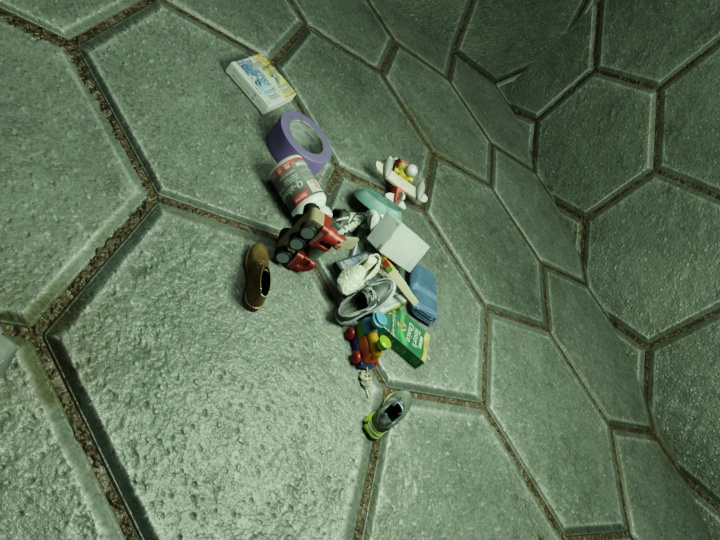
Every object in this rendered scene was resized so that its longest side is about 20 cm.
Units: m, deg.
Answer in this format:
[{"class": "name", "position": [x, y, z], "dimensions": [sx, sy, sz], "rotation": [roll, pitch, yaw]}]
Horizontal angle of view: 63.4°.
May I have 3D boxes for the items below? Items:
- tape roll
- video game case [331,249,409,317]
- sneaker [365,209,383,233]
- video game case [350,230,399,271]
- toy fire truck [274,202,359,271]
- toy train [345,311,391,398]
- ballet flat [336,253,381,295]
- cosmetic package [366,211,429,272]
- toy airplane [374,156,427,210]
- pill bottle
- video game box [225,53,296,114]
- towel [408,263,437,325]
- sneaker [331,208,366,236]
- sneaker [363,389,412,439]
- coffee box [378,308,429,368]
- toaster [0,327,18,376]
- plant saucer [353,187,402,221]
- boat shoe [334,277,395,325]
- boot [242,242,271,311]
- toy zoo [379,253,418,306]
[{"class": "tape roll", "position": [-0.192, -0.395, 1.841], "dimensions": [0.198, 0.085, 0.203], "rotation": [29, 41, -28]}, {"class": "video game case", "position": [0.032, 0.038, 1.709], "dimensions": [0.179, 0.026, 0.202], "rotation": [-18, 67, -50]}, {"class": "sneaker", "position": [0.071, -0.145, 1.854], "dimensions": [0.200, 0.085, 0.076], "rotation": [49, 27, -65]}, {"class": "video game case", "position": [0.043, -0.008, 1.822], "dimensions": [0.181, 0.023, 0.202], "rotation": [39, 37, -19]}, {"class": "toy fire truck", "position": [-0.108, -0.070, 1.569], "dimensions": [0.198, 0.175, 0.130], "rotation": [33, 38, -25]}, {"class": "toy train", "position": [0.037, 0.217, 1.534], "dimensions": [0.083, 0.115, 0.204], "rotation": [14, 49, -40]}, {"class": "ballet flat", "position": [0.000, 0.000, 1.643], "dimensions": [0.072, 0.072, 0.200], "rotation": [51, 37, 0]}, {"class": "cosmetic package", "position": [0.121, -0.087, 1.831], "dimensions": [0.081, 0.113, 0.199], "rotation": [45, 7, 39]}, {"class": "toy airplane", "position": [0.152, -0.327, 2.129], "dimensions": [0.199, 0.141, 0.202], "rotation": [-20, 75, -54]}, {"class": "pill bottle", "position": [-0.169, -0.220, 1.683], "dimensions": [0.115, 0.115, 0.202], "rotation": [-20, 75, -54]}, {"class": "video game box", "position": [-0.324, -0.618, 1.922], "dimensions": [0.183, 0.047, 0.200], "rotation": [50, 35, -8]}, {"class": "towel", "position": [0.199, 0.075, 1.909], "dimensions": [0.111, 0.048, 0.203], "rotation": [32, 40, -27]}, {"class": "sneaker", "position": [-0.044, -0.162, 1.820], "dimensions": [0.091, 0.066, 0.199], "rotation": [54, 37, 0]}, {"class": "sneaker", "position": [0.089, 0.360, 1.497], "dimensions": [0.075, 0.081, 0.199], "rotation": [54, 34, 4]}, {"class": "coffee box", "position": [0.119, 0.180, 1.723], "dimensions": [0.199, 0.044, 0.124], "rotation": [42, 35, -14]}, {"class": "toaster", "position": [-0.631, 0.134, 0.833], "dimensions": [0.180, 0.118, 0.202], "rotation": [40, 36, -15]}, {"class": "plant saucer", "position": [0.066, -0.223, 1.957], "dimensions": [0.197, 0.036, 0.201], "rotation": [31, 16, -10]}, {"class": "boat shoe", "position": [0.017, 0.075, 1.589], "dimensions": [0.197, 0.068, 0.073], "rotation": [-28, 72, -18]}, {"class": "boot", "position": [-0.243, 0.001, 1.439], "dimensions": [0.073, 0.075, 0.203], "rotation": [24, 42, -30]}, {"class": "toy zoo", "position": [0.110, 0.021, 1.767], "dimensions": [0.132, 0.020, 0.200], "rotation": [51, 5, -20]}]
